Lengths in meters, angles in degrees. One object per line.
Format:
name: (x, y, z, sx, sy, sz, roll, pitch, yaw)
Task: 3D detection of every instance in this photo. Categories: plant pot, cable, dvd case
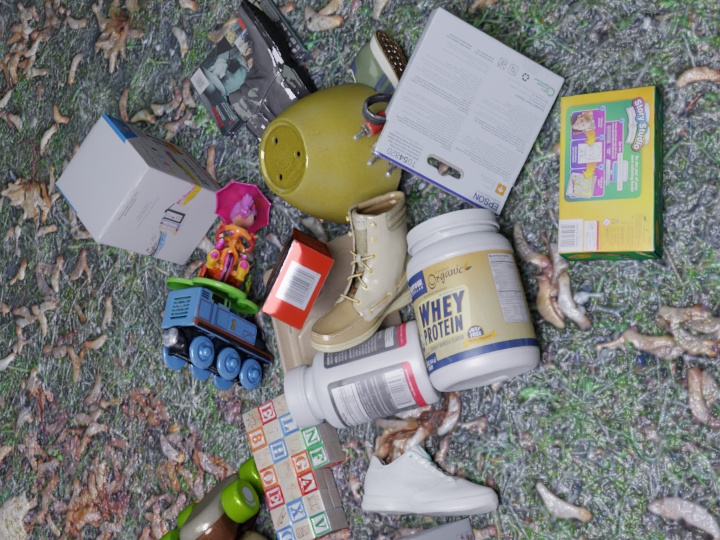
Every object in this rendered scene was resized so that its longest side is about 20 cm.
plant pot: (-0.058, -0.161, 1.191, 0.197, 0.140, 0.205, 8, 102, 42)
cable: (0.070, -0.218, 1.153, 0.097, 0.200, 0.050, 48, 153, -3)
dvd case: (-0.188, -0.337, 1.399, 0.200, 0.022, 0.147, -43, 64, 17)

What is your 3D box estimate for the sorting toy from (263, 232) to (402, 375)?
sorting toy: (-0.039, 0.055, 1.248, 0.197, 0.036, 0.189, -22, 72, 22)

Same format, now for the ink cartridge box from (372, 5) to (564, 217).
ink cartridge box: (0.137, -0.202, 1.105, 0.197, 0.041, 0.203, 26, 94, -12)

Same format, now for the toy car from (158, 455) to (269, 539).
toy car: (-0.164, 0.409, 1.233, 0.163, 0.158, 0.201, -38, 93, 16)

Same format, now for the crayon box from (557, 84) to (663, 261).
crayon box: (0.308, -0.117, 1.047, 0.117, 0.058, 0.205, -1, 82, 30)

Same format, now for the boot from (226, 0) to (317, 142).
boot: (-0.165, -0.306, 1.326, 0.131, 0.070, 0.202, -34, 85, 21)

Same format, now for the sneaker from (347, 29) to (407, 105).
sneaker: (0.040, -0.237, 1.229, 0.089, 0.066, 0.204, -33, 72, 39)

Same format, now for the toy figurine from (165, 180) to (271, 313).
toy figurine: (-0.195, -0.049, 1.285, 0.147, 0.200, 0.188, 18, 78, -12)

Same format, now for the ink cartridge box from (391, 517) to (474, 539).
ink cartridge box: (0.037, 0.381, 1.054, 0.173, 0.199, 0.086, -24, 72, 25)

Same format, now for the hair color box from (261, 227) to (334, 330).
hair color box: (-0.086, 0.006, 1.149, 0.060, 0.200, 0.103, 26, 93, -7)

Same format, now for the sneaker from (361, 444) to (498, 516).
sneaker: (0.088, 0.276, 1.120, 0.196, 0.075, 0.091, -7, 68, 31)

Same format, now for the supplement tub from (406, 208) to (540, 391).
supplement tub: (0.137, 0.039, 1.077, 0.142, 0.144, 0.204, -21, 73, 26)

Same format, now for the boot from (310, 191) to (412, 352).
boot: (0.000, 0.000, 1.107, 0.072, 0.198, 0.158, 22, 134, 42)

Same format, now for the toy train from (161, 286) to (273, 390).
toy train: (-0.208, 0.104, 1.251, 0.085, 0.199, 0.117, -6, 65, 35)

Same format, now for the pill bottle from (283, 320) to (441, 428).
pill bottle: (0.001, 0.146, 1.137, 0.196, 0.111, 0.113, -17, 74, 13)

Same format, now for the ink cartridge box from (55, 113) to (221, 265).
ink cartridge box: (-0.343, -0.125, 1.356, 0.147, 0.199, 0.145, 45, 103, 28)

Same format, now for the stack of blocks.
stack of blocks: (-0.083, 0.280, 1.217, 0.114, 0.058, 0.204, -26, 70, 18)
